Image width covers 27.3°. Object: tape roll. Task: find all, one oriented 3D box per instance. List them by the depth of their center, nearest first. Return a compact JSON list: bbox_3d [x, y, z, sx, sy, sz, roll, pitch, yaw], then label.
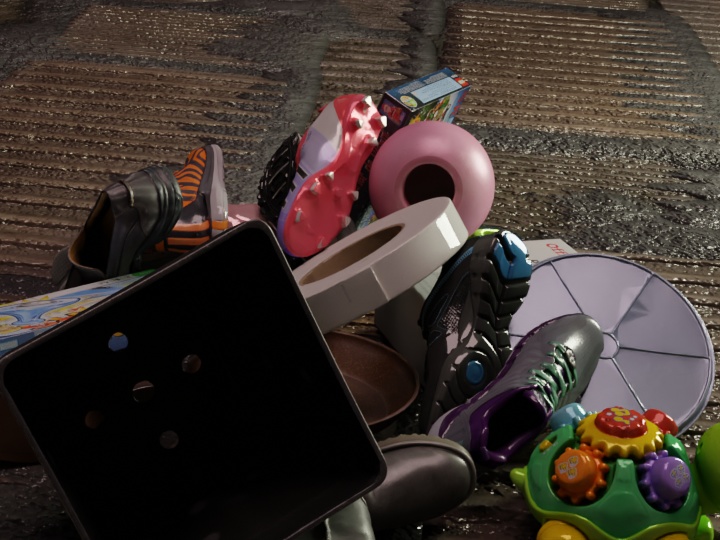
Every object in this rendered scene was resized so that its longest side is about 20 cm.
[{"bbox_3d":[0.000,0.000,1.295,0.202,0.037,0.203,-28,10,6],"label":"tape roll"}]

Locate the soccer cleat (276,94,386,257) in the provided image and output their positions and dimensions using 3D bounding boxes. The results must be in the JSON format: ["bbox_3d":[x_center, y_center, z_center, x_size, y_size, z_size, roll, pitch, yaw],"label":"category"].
[{"bbox_3d":[-0.040,-0.090,1.431,0.076,0.067,0.201,-7,47,41],"label":"soccer cleat"}]

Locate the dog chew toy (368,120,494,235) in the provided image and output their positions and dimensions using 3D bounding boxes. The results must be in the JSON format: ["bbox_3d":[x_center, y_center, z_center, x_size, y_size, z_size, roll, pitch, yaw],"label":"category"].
[{"bbox_3d":[0.074,-0.090,1.494,0.123,0.126,0.200,6,9,5],"label":"dog chew toy"}]

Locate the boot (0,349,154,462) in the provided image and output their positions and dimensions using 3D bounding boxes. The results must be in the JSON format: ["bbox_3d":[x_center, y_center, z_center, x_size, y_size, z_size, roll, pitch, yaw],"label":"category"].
[{"bbox_3d":[-0.252,0.095,1.224,0.198,0.071,0.146,-5,17,-24],"label":"boot"}]

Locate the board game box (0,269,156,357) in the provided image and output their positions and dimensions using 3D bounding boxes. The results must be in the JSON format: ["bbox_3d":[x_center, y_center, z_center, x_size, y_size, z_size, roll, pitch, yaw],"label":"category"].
[{"bbox_3d":[-0.230,0.042,1.228,0.199,0.035,0.135,-15,13,-32],"label":"board game box"}]

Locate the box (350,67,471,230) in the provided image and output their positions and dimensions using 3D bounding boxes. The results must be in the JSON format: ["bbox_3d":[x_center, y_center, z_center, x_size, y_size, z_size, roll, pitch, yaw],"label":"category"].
[{"bbox_3d":[0.034,-0.116,1.604,0.038,0.201,0.136,37,33,15],"label":"box"}]

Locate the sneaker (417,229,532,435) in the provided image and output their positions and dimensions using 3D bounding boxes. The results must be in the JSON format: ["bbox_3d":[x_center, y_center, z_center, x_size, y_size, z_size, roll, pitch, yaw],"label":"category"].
[{"bbox_3d":[0.086,0.064,1.247,0.073,0.201,0.082,33,-25,-33],"label":"sneaker"}]

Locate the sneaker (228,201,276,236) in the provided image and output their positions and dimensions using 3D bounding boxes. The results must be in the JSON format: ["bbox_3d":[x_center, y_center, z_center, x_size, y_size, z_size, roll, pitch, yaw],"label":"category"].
[{"bbox_3d":[-0.146,-0.039,1.545,0.199,0.076,0.105,20,30,17],"label":"sneaker"}]

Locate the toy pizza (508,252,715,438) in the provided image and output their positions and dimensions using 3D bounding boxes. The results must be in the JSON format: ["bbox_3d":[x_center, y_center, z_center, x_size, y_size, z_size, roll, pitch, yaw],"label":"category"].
[{"bbox_3d":[0.208,0.072,1.286,0.198,0.032,0.201,3,56,-5],"label":"toy pizza"}]

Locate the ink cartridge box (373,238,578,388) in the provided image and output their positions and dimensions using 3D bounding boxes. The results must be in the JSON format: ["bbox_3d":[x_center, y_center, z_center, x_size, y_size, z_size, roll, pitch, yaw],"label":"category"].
[{"bbox_3d":[0.130,0.036,1.395,0.198,0.084,0.145,-5,23,-19],"label":"ink cartridge box"}]

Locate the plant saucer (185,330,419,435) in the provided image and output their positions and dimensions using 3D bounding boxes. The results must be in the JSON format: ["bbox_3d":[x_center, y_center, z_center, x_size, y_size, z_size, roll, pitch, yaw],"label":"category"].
[{"bbox_3d":[-0.049,0.104,1.263,0.199,0.037,0.201,3,22,-1],"label":"plant saucer"}]

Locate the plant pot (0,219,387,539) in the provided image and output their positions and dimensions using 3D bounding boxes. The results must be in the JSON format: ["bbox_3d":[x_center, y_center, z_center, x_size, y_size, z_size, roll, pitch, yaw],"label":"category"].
[{"bbox_3d":[-0.131,0.093,1.027,0.199,0.201,0.177,-30,13,-16],"label":"plant pot"}]

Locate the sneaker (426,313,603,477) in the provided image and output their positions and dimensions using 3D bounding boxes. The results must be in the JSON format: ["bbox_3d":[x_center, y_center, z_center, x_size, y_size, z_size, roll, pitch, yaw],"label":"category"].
[{"bbox_3d":[0.143,0.101,1.175,0.200,0.075,0.087,-41,9,-29],"label":"sneaker"}]

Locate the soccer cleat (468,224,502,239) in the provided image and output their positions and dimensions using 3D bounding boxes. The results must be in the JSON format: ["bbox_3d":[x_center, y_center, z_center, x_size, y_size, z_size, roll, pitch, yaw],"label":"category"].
[{"bbox_3d":[0.067,-0.020,1.545,0.199,0.068,0.081,-11,34,-26],"label":"soccer cleat"}]

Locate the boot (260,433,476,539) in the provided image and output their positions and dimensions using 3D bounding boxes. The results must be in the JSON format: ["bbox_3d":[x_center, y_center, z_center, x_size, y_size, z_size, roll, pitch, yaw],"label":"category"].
[{"bbox_3d":[0.003,0.190,1.013,0.180,0.073,0.200,-12,16,-1],"label":"boot"}]

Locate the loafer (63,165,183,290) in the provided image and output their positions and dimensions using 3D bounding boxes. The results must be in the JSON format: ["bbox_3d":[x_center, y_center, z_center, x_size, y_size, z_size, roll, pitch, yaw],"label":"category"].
[{"bbox_3d":[-0.234,-0.018,1.332,0.072,0.200,0.073,-10,54,-44],"label":"loafer"}]

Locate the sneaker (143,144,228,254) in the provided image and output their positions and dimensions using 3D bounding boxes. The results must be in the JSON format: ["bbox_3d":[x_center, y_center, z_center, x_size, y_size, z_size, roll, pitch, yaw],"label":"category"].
[{"bbox_3d":[-0.187,-0.073,1.429,0.111,0.078,0.200,0,20,-9],"label":"sneaker"}]

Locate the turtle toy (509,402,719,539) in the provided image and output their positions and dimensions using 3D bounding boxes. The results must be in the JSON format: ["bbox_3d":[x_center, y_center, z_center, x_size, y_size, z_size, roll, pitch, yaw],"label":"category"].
[{"bbox_3d":[0.210,0.154,1.094,0.198,0.102,0.146,4,22,1],"label":"turtle toy"}]

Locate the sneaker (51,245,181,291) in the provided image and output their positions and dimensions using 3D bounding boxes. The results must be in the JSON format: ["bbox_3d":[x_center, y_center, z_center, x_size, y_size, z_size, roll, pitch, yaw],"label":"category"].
[{"bbox_3d":[-0.192,0.010,1.430,0.199,0.071,0.080,14,7,12],"label":"sneaker"}]

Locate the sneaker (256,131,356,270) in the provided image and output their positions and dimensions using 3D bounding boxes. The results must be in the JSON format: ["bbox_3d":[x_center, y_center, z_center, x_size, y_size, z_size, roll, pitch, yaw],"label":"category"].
[{"bbox_3d":[-0.048,-0.055,1.495,0.079,0.074,0.201,18,41,-38],"label":"sneaker"}]
